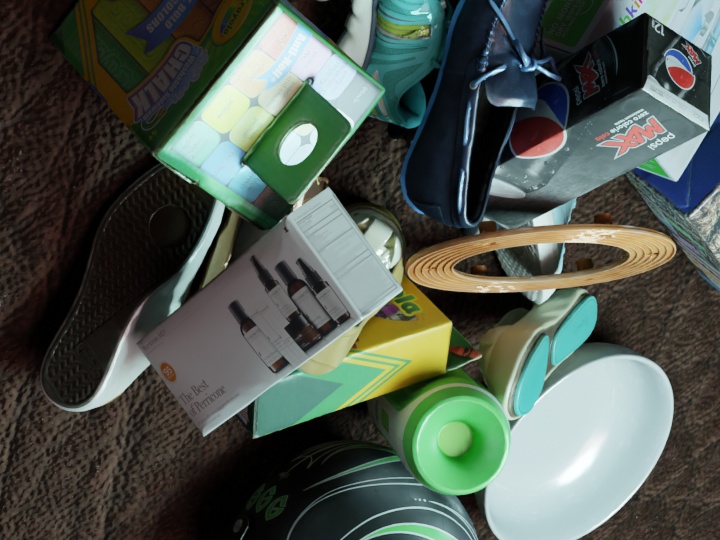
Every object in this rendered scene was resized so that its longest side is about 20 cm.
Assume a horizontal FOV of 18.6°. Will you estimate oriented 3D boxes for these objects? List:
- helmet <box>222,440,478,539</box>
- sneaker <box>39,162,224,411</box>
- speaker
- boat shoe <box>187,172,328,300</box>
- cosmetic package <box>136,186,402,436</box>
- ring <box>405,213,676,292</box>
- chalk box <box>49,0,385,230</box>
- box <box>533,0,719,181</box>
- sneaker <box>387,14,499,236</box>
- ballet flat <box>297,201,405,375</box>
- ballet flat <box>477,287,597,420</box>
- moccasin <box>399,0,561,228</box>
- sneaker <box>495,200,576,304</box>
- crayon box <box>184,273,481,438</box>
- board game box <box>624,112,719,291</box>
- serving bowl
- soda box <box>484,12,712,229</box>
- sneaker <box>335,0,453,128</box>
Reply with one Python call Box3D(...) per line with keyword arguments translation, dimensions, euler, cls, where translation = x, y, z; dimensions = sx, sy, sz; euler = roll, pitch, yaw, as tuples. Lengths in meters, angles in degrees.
Box3D(translation=(-0.002, 0.230, 1.730), dimensions=(0.190, 0.200, 0.201), euler=(-38, 137, -19), cls="helmet")
Box3D(translation=(-0.154, 0.007, 1.545), dimensions=(0.201, 0.073, 0.085), euler=(-57, 166, 4), cls="sneaker")
Box3D(translation=(0.057, 0.111, 1.673), dimensions=(0.088, 0.200, 0.089), euler=(-1, 98, -8), cls="speaker")
Box3D(translation=(-0.058, -0.052, 1.535), dimensions=(0.070, 0.070, 0.201), euler=(18, 105, -10), cls="boat shoe")
Box3D(translation=(-0.064, 0.031, 1.442), dimensions=(0.051, 0.083, 0.200), euler=(-33, 176, -44), cls="cosmetic package")
Box3D(translation=(0.131, -0.013, 1.614), dimensions=(0.199, 0.200, 0.019), euler=(6, 74, -40), cls="ring")
Box3D(translation=(-0.082, -0.120, 1.391), dimensions=(0.125, 0.200, 0.124), euler=(-50, 137, 5), cls="chalk box")
Box3D(translation=(0.209, -0.202, 1.603), dimensions=(0.201, 0.096, 0.176), euler=(-57, 137, -10), cls="box")
Box3D(translation=(0.059, -0.106, 1.625), dimensions=(0.082, 0.072, 0.201), euler=(-12, 127, -7), cls="sneaker")
Box3D(translation=(0.000, 0.000, 1.571), dimensions=(0.068, 0.200, 0.063), euler=(32, 129, -6), cls="ballet flat")
Box3D(translation=(0.128, 0.063, 1.745), dimensions=(0.200, 0.069, 0.070), euler=(-36, 149, -60), cls="ballet flat")
Box3D(translation=(0.095, -0.123, 1.479), dimensions=(0.080, 0.068, 0.201), euler=(-4, 118, -46), cls="moccasin")
Box3D(translation=(0.149, -0.062, 1.711), dimensions=(0.082, 0.074, 0.201), euler=(-26, 137, -21), cls="sneaker")
Box3D(translation=(-0.023, 0.041, 1.615), dimensions=(0.199, 0.127, 0.051), euler=(-17, 131, -29), cls="crayon box")
Box3D(translation=(0.333, -0.072, 1.827), dimensions=(0.159, 0.097, 0.200), euler=(-46, 137, 0), cls="board game box")
Box3D(translation=(0.172, 0.140, 1.885), dimensions=(0.199, 0.066, 0.201), euler=(-21, 132, -24), cls="serving bowl")
Box3D(translation=(0.147, -0.099, 1.512), dimensions=(0.070, 0.064, 0.199), euler=(26, 145, -30), cls="soda box")
Box3D(translation=(0.037, -0.176, 1.495), dimensions=(0.078, 0.079, 0.201), euler=(-57, 172, -38), cls="sneaker")
